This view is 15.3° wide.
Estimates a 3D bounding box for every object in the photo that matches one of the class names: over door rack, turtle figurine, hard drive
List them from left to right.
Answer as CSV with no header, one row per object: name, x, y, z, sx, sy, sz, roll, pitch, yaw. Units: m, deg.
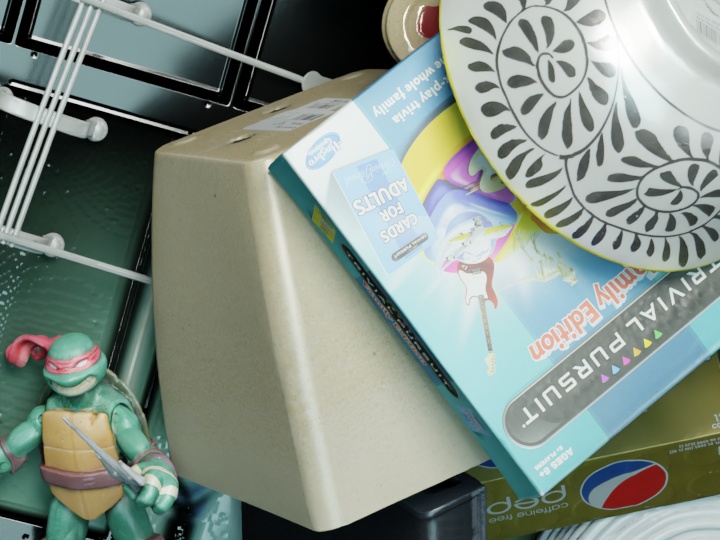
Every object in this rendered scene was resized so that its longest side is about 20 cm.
turtle figurine,-0.150,0.109,1.444,0.149,0.101,0.201,4,117,29
over door rack,-0.112,-0.063,1.452,0.199,0.067,0.149,19,96,-27
hard drive,-0.003,0.155,1.430,0.042,0.199,0.136,-8,103,-33

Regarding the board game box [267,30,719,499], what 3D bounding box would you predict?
board game box,0.077,-0.018,1.270,0.151,0.047,0.200,-38,91,-12

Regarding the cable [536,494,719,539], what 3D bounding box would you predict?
cable,0.185,0.204,1.539,0.198,0.069,0.202,-14,101,-7

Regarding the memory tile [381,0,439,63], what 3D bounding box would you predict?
memory tile,0.116,-0.078,1.317,0.198,0.017,0.155,-8,85,-12

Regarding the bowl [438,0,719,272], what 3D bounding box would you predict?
bowl,0.143,-0.110,1.230,0.199,0.094,0.202,15,60,-27

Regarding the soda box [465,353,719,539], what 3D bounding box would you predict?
soda box,0.107,0.100,1.481,0.198,0.064,0.068,-11,144,3

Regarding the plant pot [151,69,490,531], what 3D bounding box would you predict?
plant pot,0.000,0.000,1.381,0.199,0.199,0.178,-22,104,-23
